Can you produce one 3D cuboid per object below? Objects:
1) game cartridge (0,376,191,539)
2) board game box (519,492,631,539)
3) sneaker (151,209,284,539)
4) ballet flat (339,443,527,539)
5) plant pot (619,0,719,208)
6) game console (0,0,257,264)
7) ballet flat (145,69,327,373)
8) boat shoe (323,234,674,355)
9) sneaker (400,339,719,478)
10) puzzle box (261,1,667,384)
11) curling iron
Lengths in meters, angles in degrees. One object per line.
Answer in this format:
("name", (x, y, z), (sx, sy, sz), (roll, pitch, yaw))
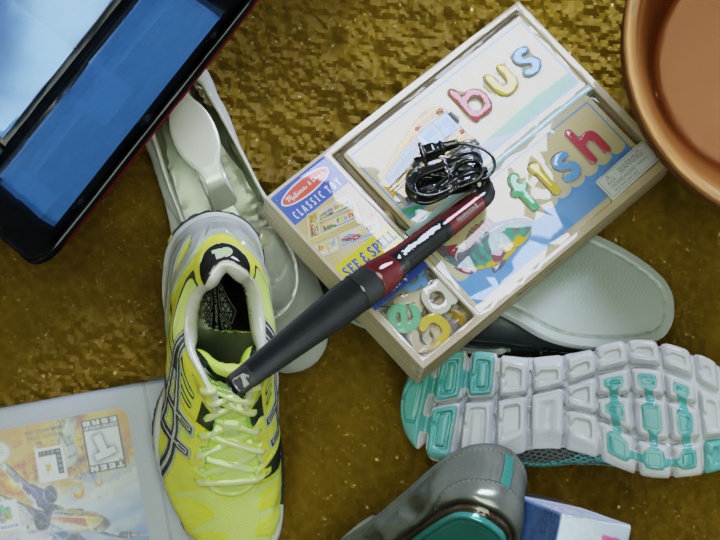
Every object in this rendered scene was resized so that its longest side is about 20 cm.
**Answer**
("game cartridge", (-0.169, 0.138, 1.629), (0.199, 0.042, 0.134), (-11, 85, -3))
("board game box", (0.088, 0.224, 1.555), (0.043, 0.200, 0.200), (12, 88, -7))
("sneaker", (-0.079, 0.071, 1.570), (0.075, 0.076, 0.201), (-7, 103, -4))
("ballet flat", (0.025, 0.157, 1.597), (0.067, 0.200, 0.064), (34, 44, -20))
("plant pot", (0.235, -0.122, 1.601), (0.199, 0.140, 0.201), (0, 89, -3))
("game console", (-0.178, -0.129, 1.593), (0.172, 0.119, 0.200), (39, 87, -1))
("ballet flat", (-0.078, -0.032, 1.622), (0.069, 0.069, 0.201), (-25, 90, -3))
("boat shoe", (0.077, 0.012, 1.632), (0.199, 0.060, 0.076), (15, 61, -1))
("sneaker", (0.125, 0.078, 1.613), (0.199, 0.091, 0.078), (5, 84, 6))
("puzzle box", (0.060, -0.047, 1.606), (0.200, 0.025, 0.133), (-39, 77, -21))
("curling iron", (0.000, 0.000, 1.551), (0.050, 0.026, 0.200), (38, 69, 18))
